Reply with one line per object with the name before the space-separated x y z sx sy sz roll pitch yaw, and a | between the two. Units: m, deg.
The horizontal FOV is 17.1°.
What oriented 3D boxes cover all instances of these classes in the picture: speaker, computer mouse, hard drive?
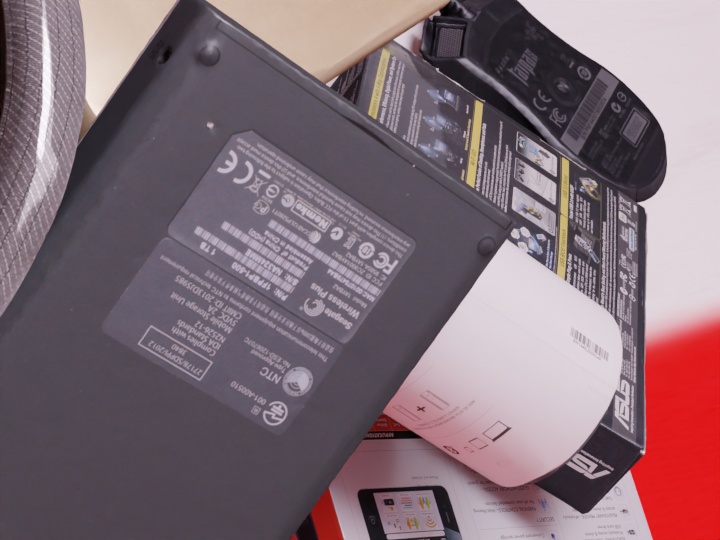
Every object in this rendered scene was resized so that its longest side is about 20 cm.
speaker | 0.000 0.000 0.865 0.199 0.081 0.082 33 44 -29
computer mouse | 0.074 -0.117 1.206 0.199 0.046 0.141 35 46 -10
hard drive | -0.058 0.029 0.789 0.139 0.201 0.033 33 6 -30

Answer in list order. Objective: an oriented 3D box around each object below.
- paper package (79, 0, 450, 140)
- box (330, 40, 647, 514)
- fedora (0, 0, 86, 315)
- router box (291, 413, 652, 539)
paper package | -0.093 -0.142 0.938 0.190 0.103 0.201 -34 97 -32
box | 0.050 -0.005 1.039 0.161 0.049 0.200 33 30 -14
fedora | -0.159 -0.034 0.731 0.090 0.175 0.202 50 48 -71
router box | 0.049 0.129 1.003 0.199 0.049 0.181 4 62 -46
